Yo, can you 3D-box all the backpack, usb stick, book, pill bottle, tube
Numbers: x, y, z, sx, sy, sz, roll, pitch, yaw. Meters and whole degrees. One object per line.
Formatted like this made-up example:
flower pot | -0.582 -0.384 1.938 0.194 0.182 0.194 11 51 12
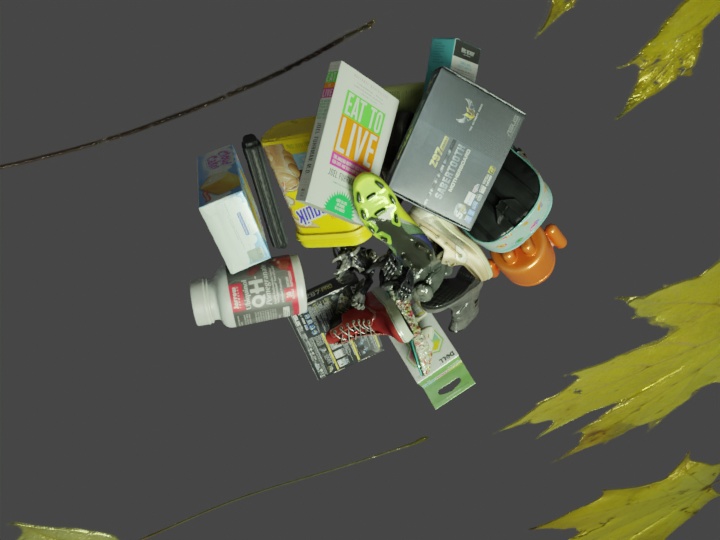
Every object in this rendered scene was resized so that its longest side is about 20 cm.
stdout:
backpack | 0.238 -0.133 0.952 0.176 0.201 0.153 -46 142 11
usb stick | -0.161 -0.130 0.904 0.032 0.056 0.203 -16 124 -7
book | -0.021 -0.183 0.789 0.133 0.047 0.204 16 87 -50
pill bottle | -0.201 0.040 0.960 0.196 0.111 0.113 -11 124 -13
tube | 0.055 -0.281 0.894 0.196 0.053 0.058 -9 162 -17

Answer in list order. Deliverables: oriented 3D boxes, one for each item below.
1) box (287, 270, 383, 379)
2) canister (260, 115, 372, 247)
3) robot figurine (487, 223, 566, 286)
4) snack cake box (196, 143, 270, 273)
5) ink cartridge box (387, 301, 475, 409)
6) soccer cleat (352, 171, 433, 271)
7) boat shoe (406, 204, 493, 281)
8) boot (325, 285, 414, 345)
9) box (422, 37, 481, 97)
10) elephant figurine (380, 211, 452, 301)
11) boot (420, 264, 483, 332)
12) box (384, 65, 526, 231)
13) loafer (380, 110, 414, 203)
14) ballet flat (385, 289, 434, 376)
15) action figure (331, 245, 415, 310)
box | -0.052 0.116 1.097 0.159 0.049 0.202 -23 125 -3
canister | -0.068 -0.146 0.882 0.146 0.087 0.202 -1 128 28
robot figurine | 0.332 -0.035 1.075 0.145 0.116 0.199 -59 148 2
snack cake box | -0.199 -0.101 0.819 0.066 0.201 0.116 -22 126 -4
ink cartridge box | 0.141 0.172 1.105 0.103 0.202 0.059 -33 155 4
soccer cleat | 0.046 -0.078 0.827 0.064 0.084 0.200 -36 125 10
boat shoe | 0.154 -0.042 0.924 0.065 0.072 0.200 -47 113 -3
boot | 0.010 0.109 0.965 0.143 0.200 0.073 -32 108 -6
box | 0.141 -0.270 0.880 0.081 0.049 0.204 -8 112 -48
elephant figurine | 0.109 -0.052 0.994 0.139 0.156 0.203 10 124 11
boot | 0.198 0.078 1.108 0.198 0.069 0.134 -25 129 -35
box | 0.144 -0.186 0.829 0.155 0.051 0.203 24 98 -13
loafer | 0.057 -0.196 0.924 0.073 0.070 0.202 -55 158 -33
ballet flat | 0.111 0.108 1.065 0.063 0.203 0.076 -22 158 0
action figure | 0.000 0.000 0.946 0.103 0.198 0.119 -52 123 -22
